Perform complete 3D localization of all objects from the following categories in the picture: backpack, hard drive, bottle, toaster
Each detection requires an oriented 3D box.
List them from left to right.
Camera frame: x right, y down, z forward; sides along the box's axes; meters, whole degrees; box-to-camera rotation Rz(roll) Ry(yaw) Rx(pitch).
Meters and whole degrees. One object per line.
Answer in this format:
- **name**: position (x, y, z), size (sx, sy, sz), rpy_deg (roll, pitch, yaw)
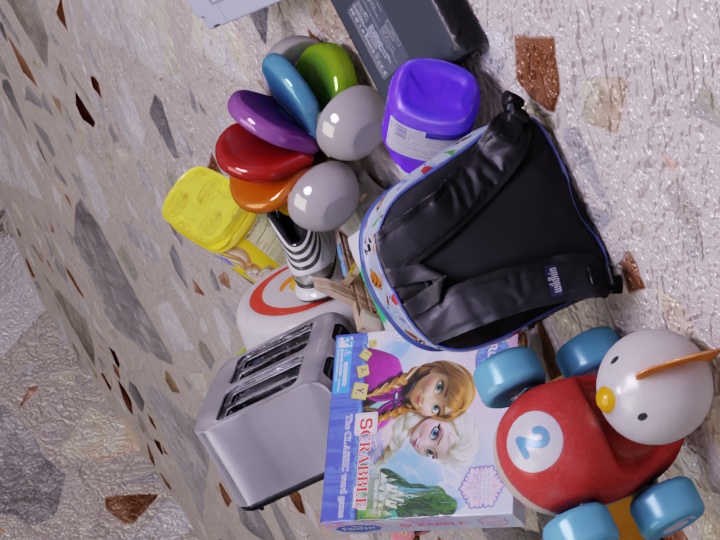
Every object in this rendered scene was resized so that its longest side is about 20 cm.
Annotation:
- **toaster**: position (-0.075, 0.154, 1.679), size (0.119, 0.199, 0.181), rpy_deg (59, -162, -17)
- **hard drive**: position (0.039, -0.238, 1.440), size (0.140, 0.033, 0.200), rpy_deg (63, 161, 1)
- **bottle**: position (0.062, -0.134, 1.440), size (0.200, 0.083, 0.066), rpy_deg (97, -174, -77)
- **backpack**: position (0.094, -0.022, 1.346), size (0.201, 0.190, 0.154), rpy_deg (61, 161, 0)

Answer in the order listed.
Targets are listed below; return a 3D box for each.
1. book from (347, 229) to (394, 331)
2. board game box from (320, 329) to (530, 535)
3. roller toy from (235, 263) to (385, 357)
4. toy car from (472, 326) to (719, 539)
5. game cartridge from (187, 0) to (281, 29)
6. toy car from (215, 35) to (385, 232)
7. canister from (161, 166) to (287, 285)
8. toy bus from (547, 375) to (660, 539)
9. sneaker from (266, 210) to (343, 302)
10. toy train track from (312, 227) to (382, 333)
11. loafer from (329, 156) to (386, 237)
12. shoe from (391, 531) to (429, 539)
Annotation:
- **book**: position (0.074, -0.012, 1.548), size (0.200, 0.048, 0.134), rpy_deg (-35, 77, 52)
- **board game box**: position (0.064, 0.152, 1.504), size (0.041, 0.198, 0.201), rpy_deg (47, -139, -55)
- **roller toy**: position (-0.048, 0.064, 1.833), size (0.182, 0.199, 0.141), rpy_deg (15, 131, 50)
- **toy car**: position (0.216, 0.112, 1.276), size (0.185, 0.176, 0.200), rpy_deg (66, 151, 25)
- **game cartridge**: position (-0.121, -0.335, 1.592), size (0.199, 0.040, 0.134), rpy_deg (-12, 117, 43)
- **toy car**: position (-0.079, -0.148, 1.629), size (0.175, 0.149, 0.201), rpy_deg (47, 125, 39)
- **canister**: position (-0.136, -0.033, 1.949), size (0.200, 0.087, 0.148), rpy_deg (40, 172, -40)
- **toy bus**: position (0.223, 0.197, 1.497), size (0.201, 0.065, 0.078), rpy_deg (66, 162, -10)
- **sneaker**: position (-0.061, -0.063, 1.789), size (0.201, 0.075, 0.116), rpy_deg (-97, -10, -58)
- **toy train track**: position (0.000, 0.000, 1.689), size (0.033, 0.114, 0.200), rpy_deg (-55, 27, 24)
- **loafer**: position (0.020, -0.051, 1.693), size (0.200, 0.070, 0.070), rpy_deg (51, 172, 35)
- **shoe**: position (0.054, 0.232, 1.619), size (0.091, 0.071, 0.200), rpy_deg (59, 165, 6)
